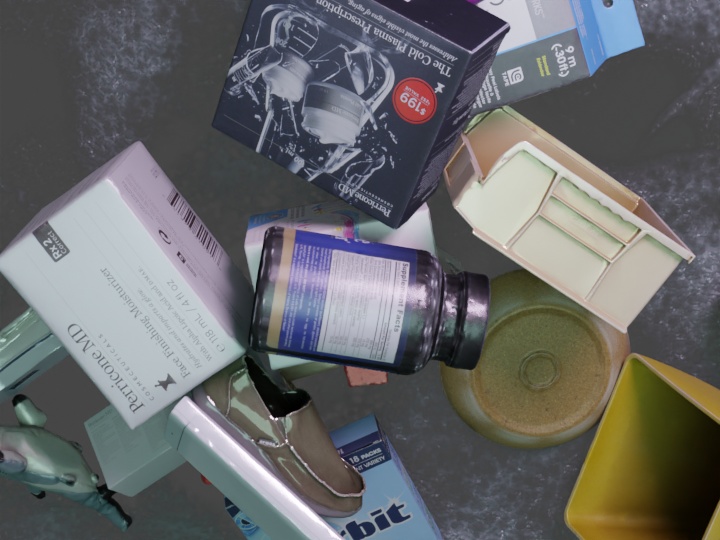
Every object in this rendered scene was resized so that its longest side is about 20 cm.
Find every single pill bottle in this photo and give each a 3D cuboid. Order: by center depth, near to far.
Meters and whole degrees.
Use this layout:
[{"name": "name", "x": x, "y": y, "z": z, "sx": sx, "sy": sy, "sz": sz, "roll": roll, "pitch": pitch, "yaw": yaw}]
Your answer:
[{"name": "pill bottle", "x": 0.007, "y": 0.030, "z": 1.107, "sx": 0.199, "sy": 0.112, "sz": 0.112, "roll": 9, "pitch": 105, "yaw": -5}]

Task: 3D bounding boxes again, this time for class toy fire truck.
[{"name": "toy fire truck", "x": -0.070, "y": 0.147, "z": 1.304, "sx": 0.199, "sy": 0.049, "sz": 0.142, "roll": -2, "pitch": 105, "yaw": 0}]

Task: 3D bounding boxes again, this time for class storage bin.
[{"name": "storage bin", "x": 0.179, "y": -0.059, "z": 1.175, "sx": 0.198, "sy": 0.200, "sz": 0.094, "roll": 33, "pitch": 105, "yaw": -10}]

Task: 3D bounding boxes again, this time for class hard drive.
[{"name": "hard drive", "x": -0.098, "y": 0.203, "z": 1.168, "sx": 0.200, "sy": 0.132, "sz": 0.027, "roll": 41, "pitch": 69, "yaw": 3}]

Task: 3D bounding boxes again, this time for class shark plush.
[{"name": "shark plush", "x": -0.324, "y": 0.207, "z": 1.325, "sx": 0.200, "sy": 0.091, "sz": 0.083, "roll": 28, "pitch": 127, "yaw": -30}]

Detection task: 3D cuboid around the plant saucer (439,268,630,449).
[{"name": "plant saucer", "x": 0.182, "y": 0.098, "z": 1.303, "sx": 0.199, "sy": 0.035, "sz": 0.201, "roll": 0, "pitch": 106, "yaw": -1}]

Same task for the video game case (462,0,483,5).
[{"name": "video game case", "x": -0.004, "y": -0.291, "z": 1.144, "sx": 0.200, "sy": 0.036, "sz": 0.182, "roll": -18, "pitch": 105, "yaw": 31}]

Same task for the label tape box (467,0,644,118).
[{"name": "label tape box", "x": 0.160, "y": -0.243, "z": 1.191, "sx": 0.199, "sy": 0.063, "sz": 0.145, "roll": -18, "pitch": 105, "yaw": 4}]

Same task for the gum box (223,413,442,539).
[{"name": "gum box", "x": -0.023, "y": 0.256, "z": 1.303, "sx": 0.169, "sy": 0.045, "sz": 0.200, "roll": -24, "pitch": 128, "yaw": 5}]

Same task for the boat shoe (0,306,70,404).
[{"name": "boat shoe", "x": -0.375, "y": 0.094, "z": 1.277, "sx": 0.200, "sy": 0.071, "sz": 0.070, "roll": -35, "pitch": 81, "yaw": 10}]

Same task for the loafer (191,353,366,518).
[{"name": "loafer", "x": -0.064, "y": 0.152, "z": 1.172, "sx": 0.200, "sy": 0.075, "sz": 0.070, "roll": 41, "pitch": 108, "yaw": -15}]

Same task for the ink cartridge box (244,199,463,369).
[{"name": "ink cartridge box", "x": 0.000, "y": 0.000, "z": 1.223, "sx": 0.199, "sy": 0.129, "sz": 0.126, "roll": -12, "pitch": 105, "yaw": 1}]

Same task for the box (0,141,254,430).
[{"name": "box", "x": -0.209, "y": 0.007, "z": 1.182, "sx": 0.131, "sy": 0.200, "sz": 0.199, "roll": -35, "pitch": 103, "yaw": 8}]

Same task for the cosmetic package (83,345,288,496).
[{"name": "cosmetic package", "x": -0.176, "y": 0.138, "z": 1.278, "sx": 0.200, "sy": 0.051, "sz": 0.083, "roll": -33, "pitch": 62, "yaw": 9}]

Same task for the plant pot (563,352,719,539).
[{"name": "plant pot", "x": 0.353, "y": 0.223, "z": 1.267, "sx": 0.176, "sy": 0.200, "sz": 0.201, "roll": 12, "pitch": 106, "yaw": -26}]

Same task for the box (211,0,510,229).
[{"name": "box", "x": -0.003, "y": -0.170, "z": 1.116, "sx": 0.200, "sy": 0.104, "sz": 0.182, "roll": 29, "pitch": 124, "yaw": 11}]
